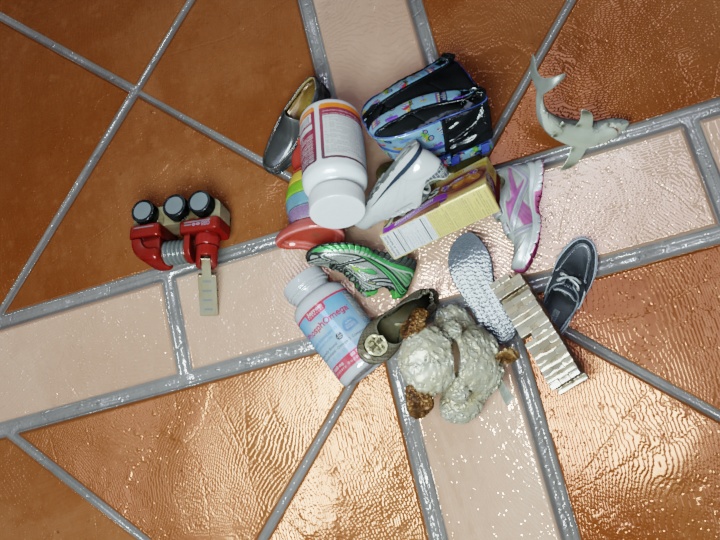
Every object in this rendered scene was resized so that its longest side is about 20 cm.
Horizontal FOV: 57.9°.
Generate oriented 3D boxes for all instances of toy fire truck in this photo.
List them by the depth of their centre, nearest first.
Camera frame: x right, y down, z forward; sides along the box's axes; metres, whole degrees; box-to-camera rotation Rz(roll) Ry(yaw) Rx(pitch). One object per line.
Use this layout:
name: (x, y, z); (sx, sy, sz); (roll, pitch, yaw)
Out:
toy fire truck: (-0.328, -0.024, 1.213); (0.175, 0.129, 0.202); (-7, 69, 10)

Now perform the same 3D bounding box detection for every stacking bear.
stacking bear: (-0.085, -0.145, 1.180); (0.121, 0.114, 0.202); (10, 64, -30)

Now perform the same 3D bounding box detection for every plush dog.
plush dog: (0.138, 0.146, 1.031); (0.171, 0.160, 0.202); (1, 79, -25)

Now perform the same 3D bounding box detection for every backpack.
backpack: (0.109, -0.256, 1.121); (0.199, 0.135, 0.183); (-23, 43, 1)

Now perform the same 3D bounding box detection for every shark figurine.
shark figurine: (0.341, -0.265, 1.120); (0.128, 0.213, 0.090); (-49, 31, 28)

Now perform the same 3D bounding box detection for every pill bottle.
pill bottle: (-0.045, -0.177, 1.081); (0.109, 0.110, 0.201); (-11, 59, 9)
pill bottle: (-0.044, 0.093, 1.129); (0.109, 0.109, 0.200); (-40, 75, 2)

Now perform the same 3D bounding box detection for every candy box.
candy box: (0.135, -0.104, 1.093); (0.199, 0.117, 0.057); (-24, 114, 25)

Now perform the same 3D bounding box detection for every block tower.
block tower: (0.282, 0.095, 1.031); (0.054, 0.058, 0.201); (-36, 68, 19)

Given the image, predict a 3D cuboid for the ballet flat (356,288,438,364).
ballet flat: (0.068, 0.085, 1.084); (0.200, 0.046, 0.067); (-35, 79, -37)

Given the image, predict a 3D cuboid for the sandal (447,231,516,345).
sandal: (0.207, 0.033, 1.129); (0.076, 0.043, 0.202); (-20, 86, 14)

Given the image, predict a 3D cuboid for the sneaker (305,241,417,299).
sneaker: (0.000, 0.000, 1.124); (0.198, 0.078, 0.086); (14, 86, -14)

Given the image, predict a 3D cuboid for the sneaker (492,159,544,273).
sneaker: (0.266, -0.093, 1.119); (0.087, 0.081, 0.202); (3, 73, 14)

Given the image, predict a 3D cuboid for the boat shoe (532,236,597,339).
boat shoe: (0.341, 0.033, 1.083); (0.071, 0.068, 0.201); (27, 87, 15)

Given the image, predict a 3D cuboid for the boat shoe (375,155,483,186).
boat shoe: (0.130, -0.165, 1.169); (0.199, 0.063, 0.073); (-7, 42, 5)

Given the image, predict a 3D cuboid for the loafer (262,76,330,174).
loafer: (-0.131, -0.278, 1.230); (0.072, 0.072, 0.201); (27, 87, 13)

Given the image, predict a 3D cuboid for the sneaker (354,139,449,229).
sneaker: (0.061, -0.123, 1.079); (0.080, 0.200, 0.077); (33, 45, -13)
